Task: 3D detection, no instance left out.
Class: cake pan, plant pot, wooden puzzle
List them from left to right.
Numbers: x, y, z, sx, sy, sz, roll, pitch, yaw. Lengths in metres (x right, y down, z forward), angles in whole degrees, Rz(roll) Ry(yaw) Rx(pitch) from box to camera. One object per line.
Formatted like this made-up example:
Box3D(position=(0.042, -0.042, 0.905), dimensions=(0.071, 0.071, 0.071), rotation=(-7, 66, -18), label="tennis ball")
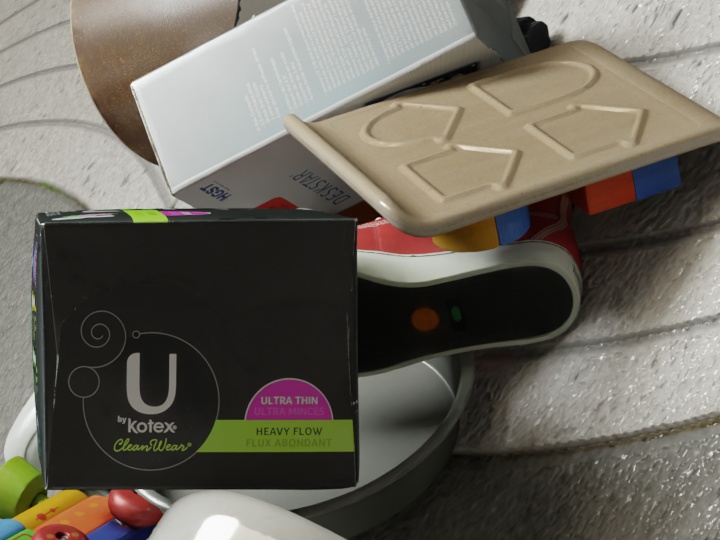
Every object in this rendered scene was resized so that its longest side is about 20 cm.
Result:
Box3D(position=(-0.071, -0.184, 1.902), dimensions=(0.199, 0.187, 0.188), rotation=(-13, 42, 37), label="plant pot")
Box3D(position=(-0.033, 0.080, 1.434), dimensions=(0.199, 0.037, 0.201), rotation=(-11, 35, 8), label="cake pan")
Box3D(position=(0.079, -0.062, 1.406), dimensions=(0.199, 0.047, 0.185), rotation=(-14, 23, -15), label="wooden puzzle")

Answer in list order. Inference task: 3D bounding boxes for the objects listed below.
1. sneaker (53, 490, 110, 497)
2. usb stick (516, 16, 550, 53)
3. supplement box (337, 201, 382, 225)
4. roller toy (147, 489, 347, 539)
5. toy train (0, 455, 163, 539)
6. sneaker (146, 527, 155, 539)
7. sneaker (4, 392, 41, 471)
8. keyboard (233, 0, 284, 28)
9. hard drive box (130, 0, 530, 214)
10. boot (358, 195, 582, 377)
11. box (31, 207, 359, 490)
Box3D(position=(-0.167, 0.159, 1.658), dimensions=(0.074, 0.079, 0.200), rotation=(-58, 20, -9), label="sneaker")
Box3D(position=(0.020, -0.128, 1.669), dimensions=(0.199, 0.033, 0.055), rotation=(-8, 12, 24), label="usb stick")
Box3D(position=(-0.022, -0.077, 1.746), dimensions=(0.069, 0.066, 0.200), rotation=(-53, 21, 3), label="supplement box")
Box3D(position=(-0.036, 0.196, 1.172), dimensions=(0.182, 0.200, 0.140), rotation=(3, 57, 56), label="roller toy")
Box3D(position=(-0.163, 0.143, 1.536), dimensions=(0.200, 0.115, 0.085), rotation=(-28, -42, -53), label="toy train")
Box3D(position=(-0.095, 0.154, 1.450), dimensions=(0.075, 0.115, 0.201), rotation=(29, 89, 28), label="sneaker")
Box3D(position=(-0.120, 0.087, 1.596), dimensions=(0.199, 0.075, 0.100), rotation=(-21, 30, 3), label="sneaker")
Box3D(position=(0.008, -0.162, 1.770), dimensions=(0.199, 0.040, 0.105), rotation=(-1, 66, 28), label="keyboard")
Box3D(position=(-0.009, -0.103, 1.555), dimensions=(0.199, 0.156, 0.077), rotation=(-26, 71, 15), label="hard drive box")
Box3D(position=(0.021, -0.013, 1.455), dimensions=(0.198, 0.073, 0.145), rotation=(-5, 33, 6), label="boot")
Box3D(position=(-0.083, 0.033, 1.279), dimensions=(0.200, 0.147, 0.125), rotation=(-167, 76, -82), label="box")
